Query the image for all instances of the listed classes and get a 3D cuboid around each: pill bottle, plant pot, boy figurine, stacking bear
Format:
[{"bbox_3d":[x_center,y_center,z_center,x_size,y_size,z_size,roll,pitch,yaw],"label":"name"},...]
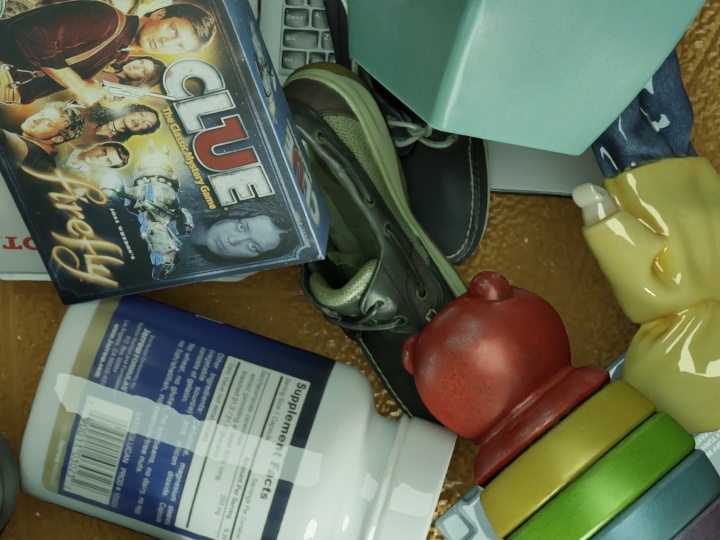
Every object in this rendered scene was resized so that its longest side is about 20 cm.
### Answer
[{"bbox_3d":[-0.058,0.087,1.319,0.199,0.111,0.112,18,84,1],"label":"pill bottle"},{"bbox_3d":[0.082,-0.165,1.225,0.141,0.141,0.201,7,113,-34],"label":"plant pot"},{"bbox_3d":[0.149,-0.021,1.312,0.064,0.124,0.202,-11,93,41],"label":"boy figurine"},{"bbox_3d":[0.104,0.093,1.272,0.200,0.114,0.121,50,130,7],"label":"stacking bear"}]

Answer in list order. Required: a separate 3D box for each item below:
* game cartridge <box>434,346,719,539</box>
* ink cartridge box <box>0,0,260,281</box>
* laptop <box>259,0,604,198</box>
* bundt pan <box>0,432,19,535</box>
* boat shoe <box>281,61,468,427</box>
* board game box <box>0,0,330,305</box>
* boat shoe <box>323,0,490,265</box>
[{"bbox_3d":[0.153,0.111,1.355,0.200,0.042,0.133,-41,90,-4],"label":"game cartridge"},{"bbox_3d":[-0.122,-0.097,1.289,0.145,0.201,0.086,1,43,4],"label":"ink cartridge box"},{"bbox_3d":[0.040,-0.147,1.341,0.186,0.116,0.202,3,84,1],"label":"laptop"},{"bbox_3d":[-0.234,0.145,1.268,0.076,0.202,0.202,39,85,2],"label":"bundt pan"},{"bbox_3d":[0.001,-0.001,1.322,0.071,0.066,0.202,-11,109,39],"label":"boat shoe"},{"bbox_3d":[-0.106,-0.078,1.223,0.134,0.035,0.201,-10,129,14],"label":"board game box"},{"bbox_3d":[0.019,-0.086,1.327,0.072,0.063,0.201,-11,112,6],"label":"boat shoe"}]
